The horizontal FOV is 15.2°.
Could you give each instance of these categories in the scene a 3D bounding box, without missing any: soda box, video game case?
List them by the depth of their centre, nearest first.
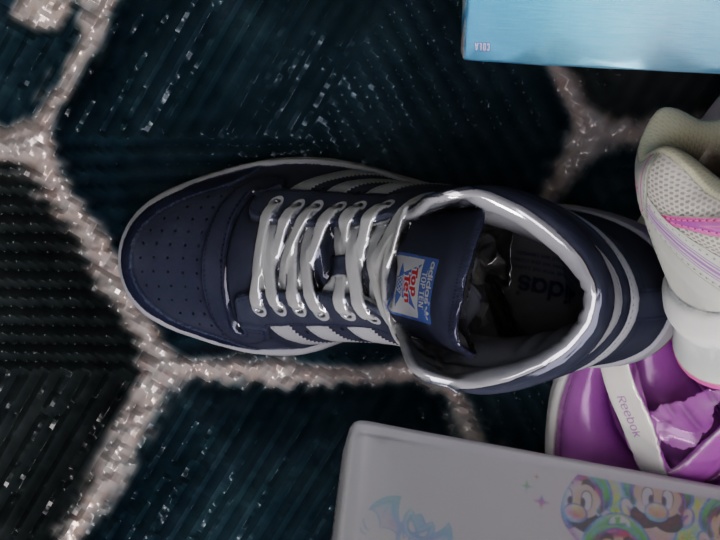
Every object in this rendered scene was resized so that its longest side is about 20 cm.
[{"bbox_3d":[0.083,0.144,0.875,0.200,0.182,0.024,10,143,-4],"label":"video game case"},{"bbox_3d":[0.134,-0.102,0.883,0.200,0.064,0.068,3,108,4],"label":"soda box"}]

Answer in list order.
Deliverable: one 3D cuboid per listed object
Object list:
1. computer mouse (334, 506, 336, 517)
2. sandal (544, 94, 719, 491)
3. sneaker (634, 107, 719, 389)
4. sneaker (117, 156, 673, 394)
[{"bbox_3d":[0.087,0.129,0.953,0.200,0.044,0.110,5,138,4],"label":"computer mouse"},{"bbox_3d":[0.114,0.026,0.931,0.082,0.050,0.203,17,110,3],"label":"sandal"},{"bbox_3d":[0.169,-0.040,0.824,0.200,0.081,0.088,-26,114,17],"label":"sneaker"},{"bbox_3d":[0.000,0.000,0.889,0.200,0.108,0.070,5,94,17],"label":"sneaker"}]
